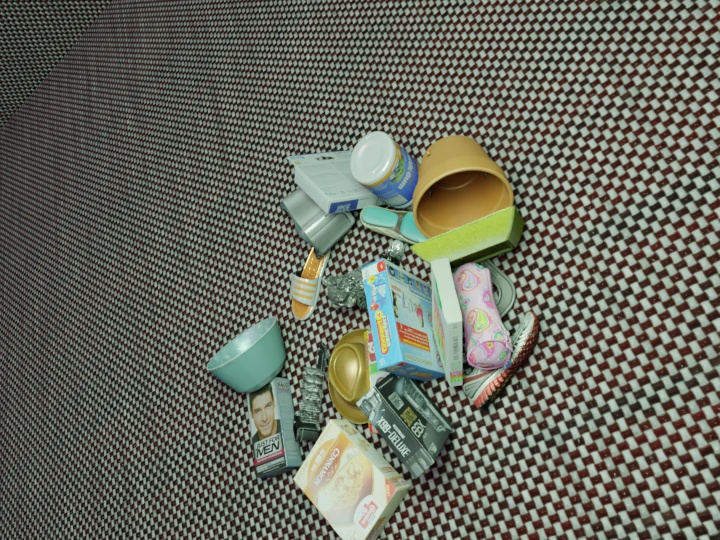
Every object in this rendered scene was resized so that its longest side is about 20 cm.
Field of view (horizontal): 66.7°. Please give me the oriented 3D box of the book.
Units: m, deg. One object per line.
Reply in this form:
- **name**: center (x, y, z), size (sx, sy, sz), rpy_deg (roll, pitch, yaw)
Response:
- **book**: center (0.159, 0.097, 0.981), size (0.047, 0.203, 0.136), rpy_deg (-9, 48, 3)

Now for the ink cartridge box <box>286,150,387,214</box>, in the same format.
- **ink cartridge box**: center (-0.049, -0.210, 1.275), size (0.200, 0.193, 0.044), rpy_deg (45, 135, 36)

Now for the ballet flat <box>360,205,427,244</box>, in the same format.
- **ballet flat**: center (0.092, -0.098, 1.215), size (0.196, 0.062, 0.069), rpy_deg (22, 80, 20)

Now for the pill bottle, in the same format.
- **pill bottle**: center (0.073, -0.202, 1.174), size (0.110, 0.198, 0.115), rpy_deg (-12, 68, 33)

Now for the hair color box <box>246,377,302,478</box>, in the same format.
- **hair color box**: center (-0.204, 0.365, 1.278), size (0.097, 0.060, 0.205), rpy_deg (-27, 61, 25)

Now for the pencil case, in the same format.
- **pencil case**: center (0.219, 0.081, 0.995), size (0.086, 0.087, 0.203), rpy_deg (-30, 38, 23)

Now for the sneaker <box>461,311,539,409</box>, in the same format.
- **sneaker**: center (0.255, 0.155, 1.009), size (0.082, 0.077, 0.202), rpy_deg (42, 100, 31)

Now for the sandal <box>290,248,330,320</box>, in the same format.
- **sandal**: center (-0.135, 0.013, 1.341), size (0.078, 0.059, 0.212), rpy_deg (11, 82, 37)

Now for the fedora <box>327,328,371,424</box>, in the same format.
- **fedora**: center (-0.014, 0.221, 1.175), size (0.196, 0.081, 0.207), rpy_deg (-11, 70, 32)

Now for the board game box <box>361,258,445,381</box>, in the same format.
- **board game box**: center (0.089, 0.102, 1.070), size (0.055, 0.199, 0.201), rpy_deg (-22, 63, 27)

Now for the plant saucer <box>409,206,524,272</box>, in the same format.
- **plant saucer**: center (0.212, -0.046, 1.028), size (0.195, 0.199, 0.049), rpy_deg (-21, 79, 19)

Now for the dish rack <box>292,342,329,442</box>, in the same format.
- **dish rack**: center (-0.107, 0.258, 1.192), size (0.153, 0.053, 0.206), rpy_deg (161, 117, -79)

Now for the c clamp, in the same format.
- **c clamp**: center (0.220, 0.056, 1.100), size (0.171, 0.027, 0.202), rpy_deg (-46, 56, 15)

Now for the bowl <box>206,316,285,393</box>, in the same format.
- **bowl**: center (-0.255, 0.212, 1.303), size (0.198, 0.201, 0.106), rpy_deg (-29, 103, 24)

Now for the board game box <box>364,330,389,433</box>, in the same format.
- **board game box**: center (0.058, 0.226, 1.122), size (0.030, 0.093, 0.206), rpy_deg (140, 131, -64)

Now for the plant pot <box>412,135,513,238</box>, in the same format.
- **plant pot**: center (0.195, -0.172, 1.099), size (0.197, 0.200, 0.143), rpy_deg (-26, 46, 25)

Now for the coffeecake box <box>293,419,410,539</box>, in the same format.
- **coffeecake box**: center (-0.020, 0.432, 1.113), size (0.199, 0.073, 0.156), rpy_deg (37, 97, 32)

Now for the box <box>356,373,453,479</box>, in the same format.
- **box**: center (0.086, 0.264, 0.994), size (0.050, 0.199, 0.158), rpy_deg (-44, 77, 15)

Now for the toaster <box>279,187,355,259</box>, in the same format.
- **toaster**: center (-0.100, -0.132, 1.316), size (0.128, 0.114, 0.201), rpy_deg (-39, 47, 2)

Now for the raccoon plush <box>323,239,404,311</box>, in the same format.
- **raccoon plush**: center (0.000, 0.000, 1.203), size (0.096, 0.133, 0.204), rpy_deg (24, 90, 38)
